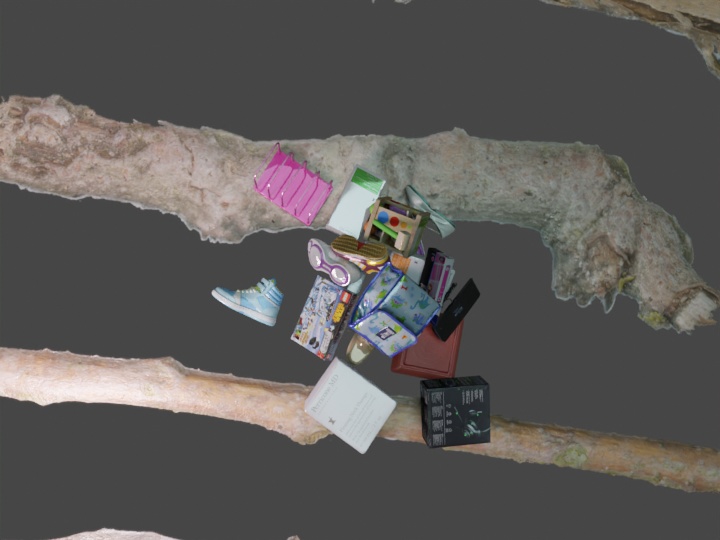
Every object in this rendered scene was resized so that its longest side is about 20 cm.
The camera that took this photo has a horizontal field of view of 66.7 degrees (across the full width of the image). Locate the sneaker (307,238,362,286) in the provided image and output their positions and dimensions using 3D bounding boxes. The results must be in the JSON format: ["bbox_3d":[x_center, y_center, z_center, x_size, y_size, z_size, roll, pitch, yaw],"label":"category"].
[{"bbox_3d":[-0.076,-0.024,1.585,0.200,0.099,0.076,42,122,28],"label":"sneaker"}]

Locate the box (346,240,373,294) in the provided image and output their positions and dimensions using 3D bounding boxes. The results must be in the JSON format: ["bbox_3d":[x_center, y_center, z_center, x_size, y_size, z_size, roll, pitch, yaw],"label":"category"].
[{"bbox_3d":[0.000,0.000,1.618,0.041,0.039,0.203,20,84,-3],"label":"box"}]

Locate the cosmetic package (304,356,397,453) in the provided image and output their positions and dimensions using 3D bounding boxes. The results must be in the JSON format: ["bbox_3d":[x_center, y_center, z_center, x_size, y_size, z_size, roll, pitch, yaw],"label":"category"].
[{"bbox_3d":[-0.032,0.368,1.522,0.199,0.166,0.168,36,83,-2],"label":"cosmetic package"}]

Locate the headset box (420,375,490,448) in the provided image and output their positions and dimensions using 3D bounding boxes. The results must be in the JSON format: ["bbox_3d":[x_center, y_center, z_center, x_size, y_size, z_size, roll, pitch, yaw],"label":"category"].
[{"bbox_3d":[0.279,0.405,1.579,0.197,0.093,0.177,-4,96,-6],"label":"headset box"}]

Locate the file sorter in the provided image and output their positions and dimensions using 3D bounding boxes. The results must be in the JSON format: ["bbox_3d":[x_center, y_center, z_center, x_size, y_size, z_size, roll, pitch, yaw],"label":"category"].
[{"bbox_3d":[-0.192,-0.250,1.571,0.199,0.125,0.140,33,82,-3],"label":"file sorter"}]

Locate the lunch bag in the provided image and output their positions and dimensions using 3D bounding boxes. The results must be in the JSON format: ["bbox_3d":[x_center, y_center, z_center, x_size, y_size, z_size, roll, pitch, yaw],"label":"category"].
[{"bbox_3d":[0.085,0.112,1.446,0.170,0.127,0.201,40,92,-28],"label":"lunch bag"}]

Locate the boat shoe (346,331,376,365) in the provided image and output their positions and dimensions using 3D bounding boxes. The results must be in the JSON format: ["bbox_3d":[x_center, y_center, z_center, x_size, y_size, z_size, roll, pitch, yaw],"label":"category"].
[{"bbox_3d":[0.030,0.189,1.591,0.073,0.069,0.201,36,82,-2],"label":"boat shoe"}]

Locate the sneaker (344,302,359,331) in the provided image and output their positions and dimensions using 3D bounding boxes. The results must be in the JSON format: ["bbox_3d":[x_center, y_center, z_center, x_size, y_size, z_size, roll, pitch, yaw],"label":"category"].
[{"bbox_3d":[-0.002,0.126,1.576,0.197,0.074,0.083,3,52,25],"label":"sneaker"}]

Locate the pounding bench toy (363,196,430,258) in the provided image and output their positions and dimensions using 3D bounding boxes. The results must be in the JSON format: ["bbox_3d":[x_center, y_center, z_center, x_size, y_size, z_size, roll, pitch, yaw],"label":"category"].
[{"bbox_3d":[0.085,-0.122,1.519,0.154,0.200,0.126,23,106,14],"label":"pounding bench toy"}]

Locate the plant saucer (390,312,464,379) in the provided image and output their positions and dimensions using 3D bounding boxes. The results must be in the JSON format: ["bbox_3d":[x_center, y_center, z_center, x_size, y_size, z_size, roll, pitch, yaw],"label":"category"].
[{"bbox_3d":[0.204,0.221,1.626,0.197,0.037,0.203,12,85,-5],"label":"plant saucer"}]

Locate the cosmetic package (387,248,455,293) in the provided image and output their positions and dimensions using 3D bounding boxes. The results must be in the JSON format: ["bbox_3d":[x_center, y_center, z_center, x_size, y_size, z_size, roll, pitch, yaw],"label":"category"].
[{"bbox_3d":[0.166,0.008,1.606,0.197,0.071,0.103,18,103,-6],"label":"cosmetic package"}]

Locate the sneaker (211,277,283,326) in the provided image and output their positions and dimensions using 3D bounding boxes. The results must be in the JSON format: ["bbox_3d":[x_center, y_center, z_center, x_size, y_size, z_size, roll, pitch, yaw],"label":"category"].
[{"bbox_3d":[-0.311,0.061,1.560,0.198,0.079,0.132,27,85,-14],"label":"sneaker"}]

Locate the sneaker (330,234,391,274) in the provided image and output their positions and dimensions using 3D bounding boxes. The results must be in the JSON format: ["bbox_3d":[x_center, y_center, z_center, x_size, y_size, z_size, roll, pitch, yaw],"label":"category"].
[{"bbox_3d":[0.000,-0.035,1.522,0.075,0.198,0.091,-46,136,-27],"label":"sneaker"}]

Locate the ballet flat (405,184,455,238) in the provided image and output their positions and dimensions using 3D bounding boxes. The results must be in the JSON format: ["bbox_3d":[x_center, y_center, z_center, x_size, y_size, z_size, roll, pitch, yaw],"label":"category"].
[{"bbox_3d":[0.197,-0.172,1.645,0.200,0.069,0.070,41,82,-4],"label":"ballet flat"}]

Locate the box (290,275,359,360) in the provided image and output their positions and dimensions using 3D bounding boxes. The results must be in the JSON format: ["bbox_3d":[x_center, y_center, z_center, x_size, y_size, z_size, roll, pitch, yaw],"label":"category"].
[{"bbox_3d":[-0.102,0.133,1.547,0.136,0.040,0.202,26,94,32],"label":"box"}]

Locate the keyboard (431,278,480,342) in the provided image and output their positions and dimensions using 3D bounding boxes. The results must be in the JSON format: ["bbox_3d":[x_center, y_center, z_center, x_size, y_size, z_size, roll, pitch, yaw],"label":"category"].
[{"bbox_3d":[0.271,0.101,1.596,0.200,0.020,0.128,-49,126,-19],"label":"keyboard"}]

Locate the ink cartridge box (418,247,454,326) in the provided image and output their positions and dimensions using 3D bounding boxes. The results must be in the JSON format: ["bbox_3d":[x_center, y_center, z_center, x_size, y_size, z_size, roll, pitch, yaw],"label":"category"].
[{"bbox_3d":[0.201,0.046,1.530,0.037,0.095,0.203,3,107,-27],"label":"ink cartridge box"}]

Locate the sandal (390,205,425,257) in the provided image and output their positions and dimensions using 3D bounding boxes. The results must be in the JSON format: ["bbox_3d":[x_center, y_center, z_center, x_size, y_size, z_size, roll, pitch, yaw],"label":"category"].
[{"bbox_3d":[0.143,-0.115,1.637,0.082,0.050,0.205,-28,90,-8],"label":"sandal"}]

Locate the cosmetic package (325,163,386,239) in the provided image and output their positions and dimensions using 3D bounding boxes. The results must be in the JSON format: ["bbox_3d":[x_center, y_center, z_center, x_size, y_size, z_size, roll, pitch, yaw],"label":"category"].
[{"bbox_3d":[-0.015,-0.193,1.609,0.106,0.085,0.202,25,82,-5],"label":"cosmetic package"}]
